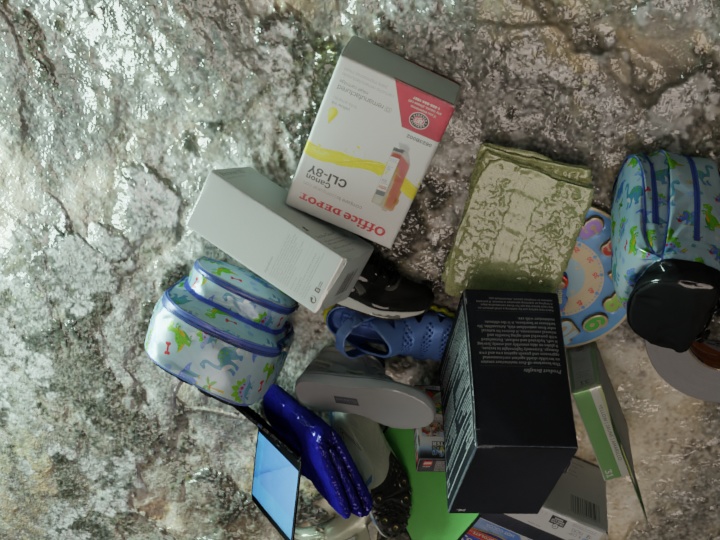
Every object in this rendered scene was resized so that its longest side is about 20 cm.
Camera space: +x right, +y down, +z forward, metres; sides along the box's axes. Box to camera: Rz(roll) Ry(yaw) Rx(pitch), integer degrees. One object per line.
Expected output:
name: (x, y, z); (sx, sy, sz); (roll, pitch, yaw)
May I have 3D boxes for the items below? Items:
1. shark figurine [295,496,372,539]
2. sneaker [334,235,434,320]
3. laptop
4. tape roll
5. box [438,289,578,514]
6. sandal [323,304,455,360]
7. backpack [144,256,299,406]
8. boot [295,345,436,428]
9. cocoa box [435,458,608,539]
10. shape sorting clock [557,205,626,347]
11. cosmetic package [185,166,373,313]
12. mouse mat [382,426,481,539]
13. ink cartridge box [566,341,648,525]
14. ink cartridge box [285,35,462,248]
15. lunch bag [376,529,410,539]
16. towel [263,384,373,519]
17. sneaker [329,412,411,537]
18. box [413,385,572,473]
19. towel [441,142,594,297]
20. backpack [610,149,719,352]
shark figurine: (-0.042, 0.364, 1.474); (0.212, 0.089, 0.130); (-17, 87, 21)
sneaker: (0.000, 0.000, 1.283); (0.197, 0.076, 0.089); (12, 115, 5)
laptop: (-0.158, 0.249, 1.373); (0.200, 0.177, 0.104); (44, 80, -25)
tape roll: (0.446, 0.061, 1.230); (0.198, 0.066, 0.202); (5, 119, 9)
box: (0.169, 0.161, 1.199); (0.122, 0.200, 0.201); (3, 147, -4)
sandal: (0.043, 0.088, 1.314); (0.197, 0.087, 0.080); (6, 118, 6)
backpack: (-0.175, 0.072, 1.281); (0.181, 0.200, 0.148); (25, 101, -2)
boot: (0.017, 0.142, 1.325); (0.198, 0.096, 0.074); (9, 131, 23)
cocoa box: (0.218, 0.321, 1.378); (0.198, 0.134, 0.132); (23, 120, -2)
shape sorting clock: (0.249, 0.009, 1.256); (0.197, 0.039, 0.202); (5, 120, 9)
cosmetic package: (-0.096, -0.041, 1.219); (0.199, 0.113, 0.082); (34, 107, 10)
mouse mat: (0.084, 0.283, 1.365); (0.007, 0.201, 0.162); (-2, 139, -36)
ink cartridge box: (0.305, 0.203, 1.258); (0.047, 0.201, 0.147); (-18, 114, 17)
ink cartridge box: (0.013, -0.148, 1.190); (0.144, 0.084, 0.201); (23, 120, -3)
lunch bag: (0.112, 0.433, 1.441); (0.197, 0.168, 0.141); (7, 120, 7)
towel: (-0.066, 0.247, 1.370); (0.049, 0.199, 0.149); (-34, 113, -18)
sneaker: (0.013, 0.270, 1.394); (0.072, 0.071, 0.202); (-41, 67, 59)
box: (0.168, 0.206, 1.314); (0.197, 0.111, 0.035); (2, 142, -4)
towel: (0.187, -0.045, 1.209); (0.147, 0.037, 0.202); (17, 113, 6)
backpack: (0.343, -0.039, 1.123); (0.152, 0.202, 0.164); (19, 156, 13)
